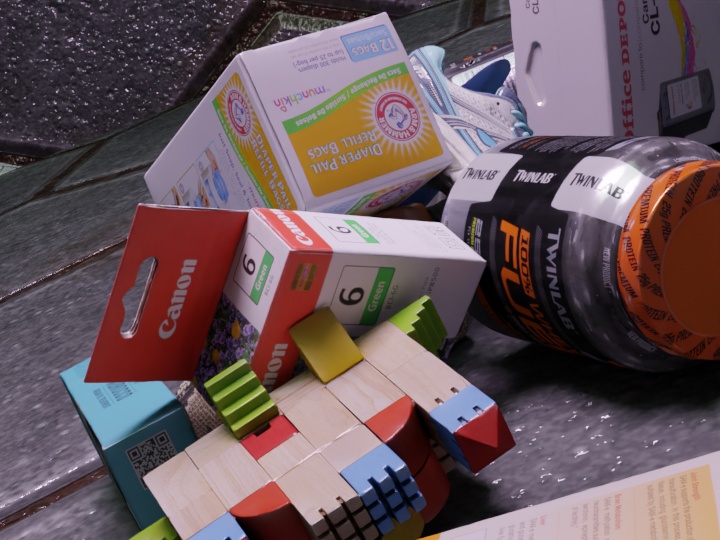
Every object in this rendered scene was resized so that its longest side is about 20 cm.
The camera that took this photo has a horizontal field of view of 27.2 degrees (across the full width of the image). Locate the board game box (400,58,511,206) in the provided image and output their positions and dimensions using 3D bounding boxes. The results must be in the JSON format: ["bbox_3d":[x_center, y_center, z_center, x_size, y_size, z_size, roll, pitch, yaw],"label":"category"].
[{"bbox_3d":[0.033,-0.086,1.107,0.158,0.039,0.201,-38,-17,-47],"label":"board game box"}]

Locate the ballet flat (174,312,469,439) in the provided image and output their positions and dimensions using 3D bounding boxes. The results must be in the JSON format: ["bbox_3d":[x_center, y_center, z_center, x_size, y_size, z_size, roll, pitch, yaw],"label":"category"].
[{"bbox_3d":[-0.019,0.057,0.927,0.199,0.068,0.075,-24,25,-18],"label":"ballet flat"}]

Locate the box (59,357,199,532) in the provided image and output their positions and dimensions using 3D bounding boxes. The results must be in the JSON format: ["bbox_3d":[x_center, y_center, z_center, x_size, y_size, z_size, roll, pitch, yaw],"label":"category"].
[{"bbox_3d":[-0.128,0.104,0.876,0.049,0.083,0.200,-27,14,-13],"label":"box"}]

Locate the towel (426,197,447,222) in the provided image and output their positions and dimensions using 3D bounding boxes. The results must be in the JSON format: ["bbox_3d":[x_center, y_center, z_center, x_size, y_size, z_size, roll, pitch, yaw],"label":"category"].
[{"bbox_3d":[0.128,-0.044,1.116,0.147,0.037,0.200,-23,13,-6],"label":"towel"}]

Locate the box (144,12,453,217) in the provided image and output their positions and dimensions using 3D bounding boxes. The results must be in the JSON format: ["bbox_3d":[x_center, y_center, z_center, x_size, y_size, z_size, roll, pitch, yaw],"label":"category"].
[{"bbox_3d":[-0.045,-0.065,0.943,0.112,0.102,0.200,-21,-8,-28],"label":"box"}]

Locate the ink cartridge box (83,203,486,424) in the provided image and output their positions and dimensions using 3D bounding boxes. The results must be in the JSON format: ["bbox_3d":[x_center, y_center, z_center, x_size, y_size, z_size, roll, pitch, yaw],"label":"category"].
[{"bbox_3d":[-0.036,0.027,0.789,0.199,0.110,0.050,3,27,-39],"label":"ink cartridge box"}]

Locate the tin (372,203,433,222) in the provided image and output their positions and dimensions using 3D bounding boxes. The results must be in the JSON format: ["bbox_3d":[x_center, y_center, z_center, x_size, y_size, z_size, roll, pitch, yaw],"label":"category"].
[{"bbox_3d":[0.000,0.000,1.008,0.111,0.042,0.200,-28,-7,-3],"label":"tin"}]

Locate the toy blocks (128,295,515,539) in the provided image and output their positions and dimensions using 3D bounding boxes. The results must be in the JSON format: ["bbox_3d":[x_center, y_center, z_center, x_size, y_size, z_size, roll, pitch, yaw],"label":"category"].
[{"bbox_3d":[-0.013,0.103,0.711,0.199,0.100,0.137,-32,26,-11],"label":"toy blocks"}]

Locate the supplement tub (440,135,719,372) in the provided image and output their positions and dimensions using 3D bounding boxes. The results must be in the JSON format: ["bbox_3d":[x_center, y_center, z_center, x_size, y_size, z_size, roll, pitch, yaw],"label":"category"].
[{"bbox_3d":[0.136,-0.012,0.811,0.122,0.123,0.200,-27,14,-19],"label":"supplement tub"}]

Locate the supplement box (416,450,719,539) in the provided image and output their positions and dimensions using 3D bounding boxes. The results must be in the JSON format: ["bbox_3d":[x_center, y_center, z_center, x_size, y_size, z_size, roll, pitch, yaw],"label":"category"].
[{"bbox_3d":[0.113,0.118,0.471,0.199,0.074,0.126,-19,14,15],"label":"supplement box"}]

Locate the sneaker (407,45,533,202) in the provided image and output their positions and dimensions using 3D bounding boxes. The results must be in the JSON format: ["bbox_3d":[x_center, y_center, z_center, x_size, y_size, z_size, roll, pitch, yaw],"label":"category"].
[{"bbox_3d":[0.089,-0.073,0.964,0.086,0.200,0.078,-46,-10,-15],"label":"sneaker"}]

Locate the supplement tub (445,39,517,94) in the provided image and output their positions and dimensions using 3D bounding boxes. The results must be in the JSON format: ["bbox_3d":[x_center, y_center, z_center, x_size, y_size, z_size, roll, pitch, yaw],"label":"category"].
[{"bbox_3d":[0.167,-0.165,1.352,0.199,0.108,0.107,-21,14,4],"label":"supplement tub"}]

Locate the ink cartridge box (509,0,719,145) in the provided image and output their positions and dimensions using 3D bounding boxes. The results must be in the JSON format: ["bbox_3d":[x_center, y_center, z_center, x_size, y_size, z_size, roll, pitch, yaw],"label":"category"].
[{"bbox_3d":[0.207,-0.158,1.094,0.085,0.149,0.199,5,17,44],"label":"ink cartridge box"}]
